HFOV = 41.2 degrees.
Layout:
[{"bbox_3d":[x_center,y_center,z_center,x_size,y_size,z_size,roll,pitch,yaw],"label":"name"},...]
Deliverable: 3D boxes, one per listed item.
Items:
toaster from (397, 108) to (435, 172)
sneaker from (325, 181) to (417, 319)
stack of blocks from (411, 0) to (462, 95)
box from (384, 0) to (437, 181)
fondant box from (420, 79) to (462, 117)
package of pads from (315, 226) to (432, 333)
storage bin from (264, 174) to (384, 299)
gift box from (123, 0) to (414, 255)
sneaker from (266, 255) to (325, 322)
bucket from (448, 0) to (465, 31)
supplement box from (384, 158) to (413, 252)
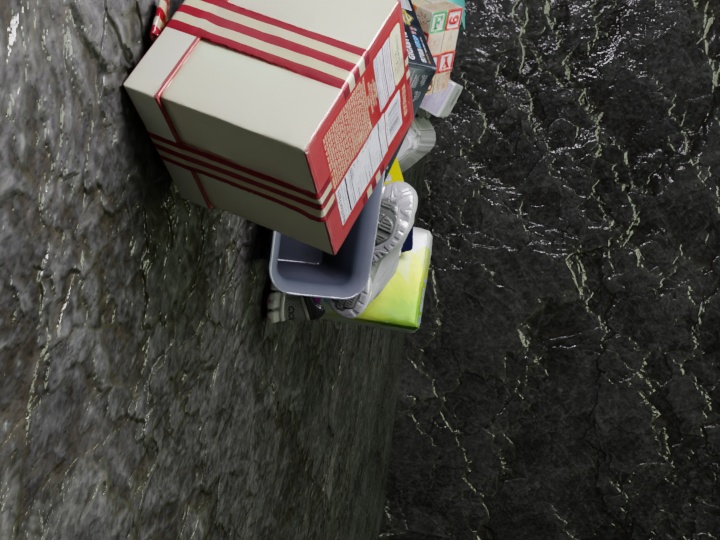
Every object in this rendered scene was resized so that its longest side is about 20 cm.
[{"bbox_3d":[0.020,-0.200,1.528,0.114,0.200,0.129,59,13,2],"label":"toaster"},{"bbox_3d":[0.023,-0.035,1.253,0.099,0.078,0.200,-26,149,-59],"label":"sneaker"},{"bbox_3d":[0.037,-0.328,1.292,0.059,0.200,0.115,-21,134,-38],"label":"stack of blocks"},{"bbox_3d":[0.025,-0.228,1.213,0.200,0.046,0.159,116,-29,-43],"label":"box"},{"bbox_3d":[0.051,-0.302,1.442,0.058,0.200,0.144,-62,175,13],"label":"fondant box"},{"bbox_3d":[0.000,0.000,1.414,0.068,0.200,0.155,90,10,-77],"label":"package of pads"},{"bbox_3d":[-0.067,-0.076,1.178,0.134,0.145,0.200,-158,-105,-70],"label":"storage bin"},{"bbox_3d":[-0.068,-0.150,0.808,0.200,0.186,0.185,-60,161,-27],"label":"gift box"},{"bbox_3d":[-0.067,-0.020,1.300,0.074,0.087,0.200,99,2,-78],"label":"sneaker"},{"bbox_3d":[0.070,-0.444,1.480,0.207,0.207,0.135,-47,141,-76],"label":"bucket"},{"bbox_3d":[-0.002,-0.126,1.353,0.109,0.109,0.200,84,-7,-62],"label":"supplement box"}]
